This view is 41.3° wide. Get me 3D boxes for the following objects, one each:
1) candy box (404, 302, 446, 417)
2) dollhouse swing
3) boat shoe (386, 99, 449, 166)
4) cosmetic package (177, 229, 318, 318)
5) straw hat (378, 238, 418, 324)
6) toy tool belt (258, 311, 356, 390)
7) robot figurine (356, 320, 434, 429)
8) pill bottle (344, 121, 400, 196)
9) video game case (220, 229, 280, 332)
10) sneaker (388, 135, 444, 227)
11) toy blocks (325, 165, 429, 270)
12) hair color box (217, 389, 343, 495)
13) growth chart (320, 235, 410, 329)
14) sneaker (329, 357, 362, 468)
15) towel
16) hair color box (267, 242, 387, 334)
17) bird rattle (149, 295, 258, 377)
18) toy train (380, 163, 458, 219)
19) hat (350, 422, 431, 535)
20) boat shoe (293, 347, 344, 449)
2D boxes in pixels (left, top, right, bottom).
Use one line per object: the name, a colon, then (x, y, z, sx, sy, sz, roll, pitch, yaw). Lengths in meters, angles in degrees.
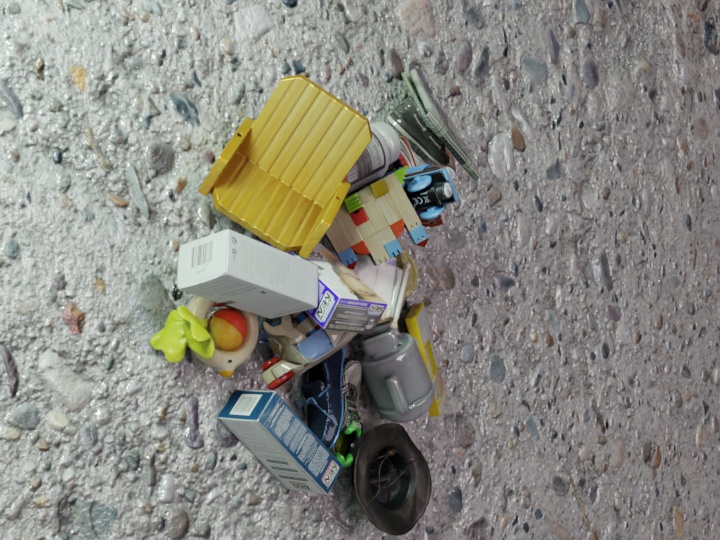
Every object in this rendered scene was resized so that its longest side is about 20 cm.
candy box: (0.127, 0.170, 1.835, 0.102, 0.026, 0.200, -54, 131, -73)
dollhouse swing: (-0.103, -0.166, 1.475, 0.200, 0.176, 0.182, 33, 42, -9)
boat shoe: (0.128, -0.262, 1.845, 0.057, 0.067, 0.200, -44, 140, 13)
cosmetic package: (-0.160, 0.010, 1.395, 0.200, 0.102, 0.074, 24, 59, -48)
straw hat: (0.060, 0.007, 1.763, 0.201, 0.085, 0.201, 3, 85, -46)
toy tool belt: (-0.108, 0.101, 1.546, 0.200, 0.125, 0.123, -29, 80, -44)
robot figurine: (0.065, 0.193, 1.736, 0.170, 0.113, 0.200, -80, 149, -67)
pill bottle: (-0.020, -0.193, 1.674, 0.200, 0.111, 0.111, -32, 110, -42)
video game case: (-0.136, 0.011, 1.605, 0.182, 0.023, 0.200, 32, 64, -40)
sneaker: (0.108, -0.170, 1.825, 0.200, 0.078, 0.082, 58, 45, -21)
toy blocks: (0.021, -0.070, 1.628, 0.200, 0.100, 0.137, -28, 94, -5)
hair color box: (-0.127, 0.277, 1.540, 0.200, 0.100, 0.061, 54, 52, -30)
growth chart: (0.000, 0.000, 1.672, 0.200, 0.018, 0.145, 25, 70, -19)
sneaker: (-0.024, 0.250, 1.661, 0.078, 0.085, 0.200, 23, 70, -43)
towel: (0.158, -0.286, 1.840, 0.193, 0.035, 0.200, 44, 16, -35)
hair color box: (-0.062, 0.020, 1.523, 0.109, 0.200, 0.065, 9, 116, -46)
bird rattle: (-0.223, 0.071, 1.465, 0.163, 0.113, 0.200, 52, 41, -28)
toy train: (0.085, -0.140, 1.723, 0.087, 0.200, 0.114, 62, 38, -23)
hat: (0.035, 0.377, 1.720, 0.201, 0.081, 0.201, 16, 68, -43)
boat shoe: (-0.076, 0.205, 1.620, 0.069, 0.084, 0.200, 27, 48, -39)
